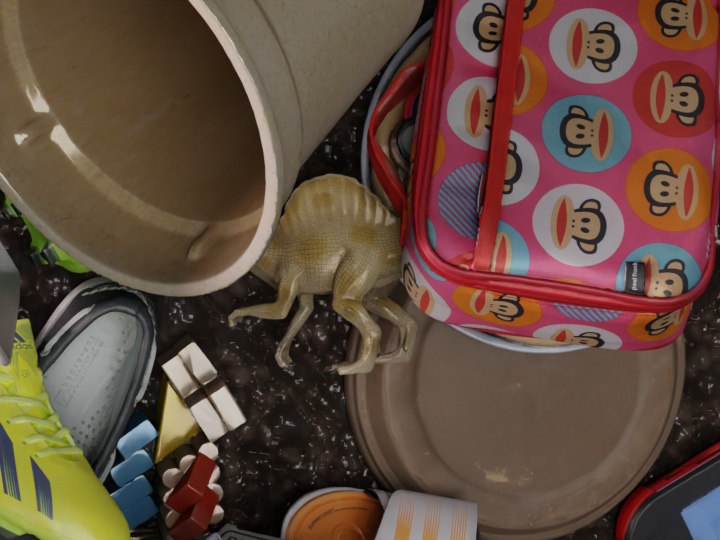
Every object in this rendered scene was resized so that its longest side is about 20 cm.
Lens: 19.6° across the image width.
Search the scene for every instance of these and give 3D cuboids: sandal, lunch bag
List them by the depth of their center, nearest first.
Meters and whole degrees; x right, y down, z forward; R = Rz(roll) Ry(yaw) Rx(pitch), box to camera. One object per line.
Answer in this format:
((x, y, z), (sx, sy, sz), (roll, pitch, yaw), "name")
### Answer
((0.091, -0.065, 1.050), (0.175, 0.082, 0.201), (8, 65, 0), "lunch bag")
((0.056, 0.160, 1.125), (0.206, 0.059, 0.080), (21, 51, -18), "sandal")

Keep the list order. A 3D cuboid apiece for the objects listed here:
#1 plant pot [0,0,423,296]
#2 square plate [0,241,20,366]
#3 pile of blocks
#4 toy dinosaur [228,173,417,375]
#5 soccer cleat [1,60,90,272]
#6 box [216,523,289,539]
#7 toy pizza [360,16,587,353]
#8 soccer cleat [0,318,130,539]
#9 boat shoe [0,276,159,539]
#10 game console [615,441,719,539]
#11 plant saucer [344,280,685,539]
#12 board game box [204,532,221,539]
((-0.068, -0.121, 0.999), (0.183, 0.200, 0.201), (-43, 109, -40), "plant pot")
((-0.222, -0.056, 0.980), (0.028, 0.200, 0.199), (-31, 104, -1), "square plate")
((-0.106, 0.137, 1.108), (0.082, 0.062, 0.201), (2, 98, -14), "pile of blocks")
((0.000, 0.000, 1.078), (0.199, 0.058, 0.102), (-3, 95, 9), "toy dinosaur")
((-0.173, -0.094, 1.062), (0.081, 0.067, 0.201), (-36, 107, -22), "soccer cleat")
((-0.028, 0.241, 1.087), (0.116, 0.060, 0.201), (11, 120, 26), "box")
((0.099, -0.056, 1.120), (0.199, 0.032, 0.202), (1, 86, -9), "toy pizza")
((-0.178, 0.069, 1.029), (0.200, 0.065, 0.084), (38, 91, 28), "soccer cleat")
((-0.169, 0.096, 1.087), (0.075, 0.060, 0.201), (24, 92, -15), "boat shoe")
((0.259, 0.165, 1.213), (0.199, 0.031, 0.178), (-30, 105, -7), "game console")
((0.090, 0.058, 1.160), (0.199, 0.029, 0.202), (-2, 99, -12), "plant saucer")
((-0.081, 0.237, 1.038), (0.200, 0.062, 0.200), (36, 129, 10), "board game box")
